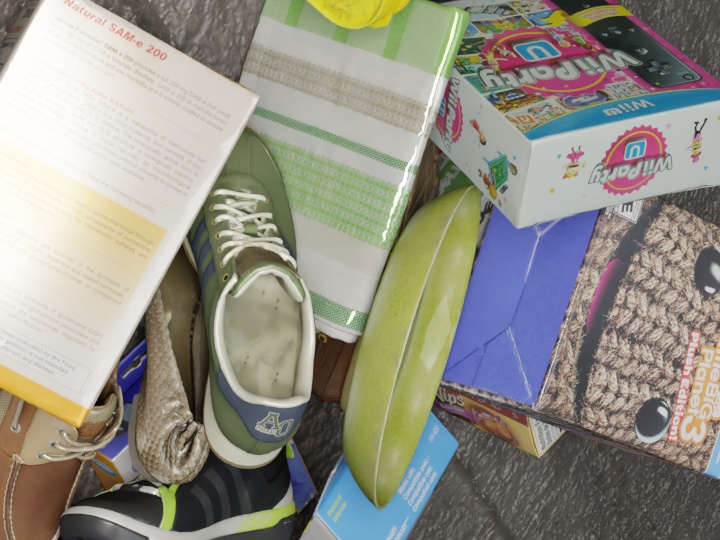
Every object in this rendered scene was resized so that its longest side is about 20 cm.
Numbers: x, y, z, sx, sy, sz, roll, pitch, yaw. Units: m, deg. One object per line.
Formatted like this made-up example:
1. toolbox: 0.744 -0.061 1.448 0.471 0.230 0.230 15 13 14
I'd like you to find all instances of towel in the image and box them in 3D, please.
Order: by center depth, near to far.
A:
1. towel: -0.020 -0.074 1.203 0.031 0.149 0.200 12 100 -53

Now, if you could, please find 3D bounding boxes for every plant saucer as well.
1. plant saucer: 0.028 0.041 1.211 0.200 0.031 0.200 16 90 -79

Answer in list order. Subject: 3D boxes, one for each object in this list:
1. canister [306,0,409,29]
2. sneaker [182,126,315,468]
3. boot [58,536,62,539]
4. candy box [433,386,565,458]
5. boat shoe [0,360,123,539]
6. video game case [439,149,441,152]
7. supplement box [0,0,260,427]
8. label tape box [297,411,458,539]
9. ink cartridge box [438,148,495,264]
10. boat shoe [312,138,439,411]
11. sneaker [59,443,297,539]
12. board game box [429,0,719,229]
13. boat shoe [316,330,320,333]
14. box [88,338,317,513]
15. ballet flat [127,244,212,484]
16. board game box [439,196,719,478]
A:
1. canister: 0.029 -0.236 1.171 0.200 0.149 0.087 -33 160 -38
2. sneaker: -0.056 0.003 1.132 0.067 0.090 0.200 0 73 -18
3. boot: -0.192 0.248 1.229 0.075 0.074 0.200 33 83 -8
4. candy box: 0.143 0.035 1.491 0.200 0.117 0.056 -42 136 -26
5. boat shoe: -0.175 0.078 1.167 0.076 0.072 0.200 -13 120 -46
6. video game case: 0.038 -0.105 1.364 0.200 0.017 0.143 18 97 -53
7. supplement box: -0.158 -0.036 1.075 0.126 0.074 0.200 30 87 -17
8. label tape box: 0.002 0.162 1.342 0.144 0.063 0.200 -55 175 -46
9. ink cartridge box: 0.095 -0.056 1.397 0.104 0.059 0.200 -51 141 -16
10. boat shoe: 0.000 0.000 1.326 0.072 0.068 0.200 -44 152 -62
11. sneaker: -0.108 0.126 1.231 0.200 0.072 0.083 5 88 -59
12. board game box: 0.108 -0.113 1.231 0.147 0.200 0.064 -13 129 -25
13. boat shoe: -0.019 -0.060 1.259 0.068 0.075 0.200 7 99 -47
14. box: -0.103 0.119 1.306 0.119 0.041 0.200 -46 142 -22
15. ballet flat: -0.102 0.023 1.180 0.067 0.046 0.200 19 65 -46
16. board game box: 0.171 0.033 1.367 0.200 0.097 0.160 21 86 -42
